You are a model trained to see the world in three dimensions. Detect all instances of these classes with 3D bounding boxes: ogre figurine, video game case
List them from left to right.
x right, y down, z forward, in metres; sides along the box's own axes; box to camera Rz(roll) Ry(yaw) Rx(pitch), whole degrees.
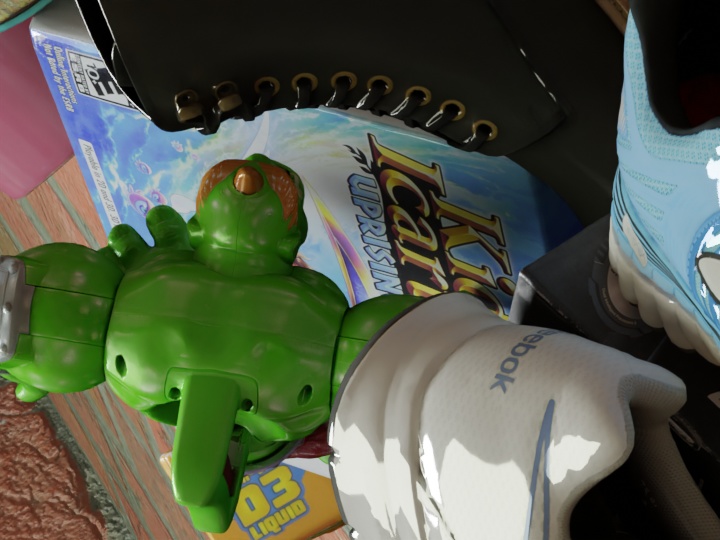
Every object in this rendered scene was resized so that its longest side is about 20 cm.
[{"bbox_3d":[-0.028,0.024,0.701,0.200,0.098,0.120,28,179,7],"label":"ogre figurine"},{"bbox_3d":[0.000,0.000,0.817,0.181,0.045,0.200,16,143,28],"label":"video game case"}]

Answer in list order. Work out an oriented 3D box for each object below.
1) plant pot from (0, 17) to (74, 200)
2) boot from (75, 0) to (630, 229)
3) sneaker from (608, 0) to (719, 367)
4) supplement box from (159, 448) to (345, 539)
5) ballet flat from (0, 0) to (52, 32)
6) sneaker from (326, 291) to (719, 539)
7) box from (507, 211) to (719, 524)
[{"bbox_3d":[-0.172,-0.140,1.164,0.179,0.200,0.200,48,171,-8],"label":"plant pot"},{"bbox_3d":[0.010,-0.043,0.651,0.200,0.138,0.077,61,168,-1],"label":"boot"},{"bbox_3d":[0.100,-0.004,0.501,0.200,0.078,0.090,47,158,52],"label":"sneaker"},{"bbox_3d":[-0.026,0.090,1.154,0.069,0.066,0.200,61,-170,8],"label":"supplement box"},{"bbox_3d":[-0.080,-0.137,0.744,0.071,0.200,0.071,32,-137,-36],"label":"ballet flat"},{"bbox_3d":[0.058,0.102,0.580,0.087,0.074,0.200,5,124,51],"label":"sneaker"},{"bbox_3d":[0.095,0.100,0.640,0.160,0.044,0.200,44,151,26],"label":"box"}]
